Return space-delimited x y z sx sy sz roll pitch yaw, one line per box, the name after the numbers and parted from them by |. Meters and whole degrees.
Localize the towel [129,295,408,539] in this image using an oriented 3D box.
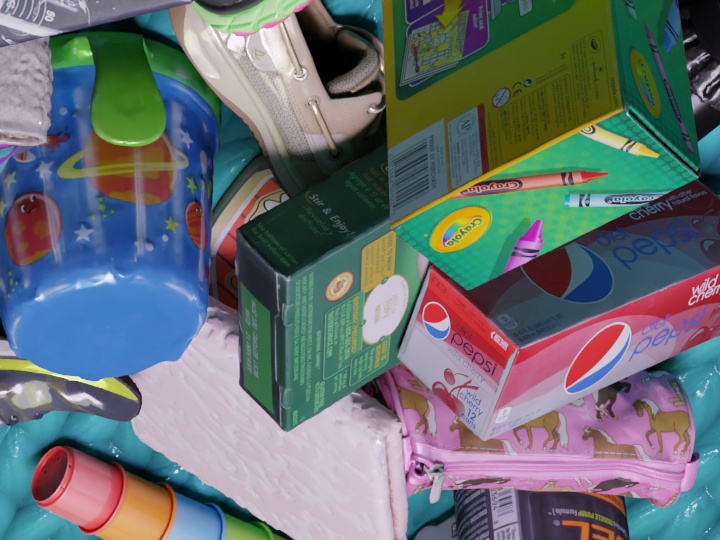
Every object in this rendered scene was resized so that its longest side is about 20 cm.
-0.056 0.082 1.353 0.200 0.032 0.191 30 154 22 | towel

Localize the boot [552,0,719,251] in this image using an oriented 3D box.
0.147 -0.091 1.083 0.080 0.211 0.158 55 153 -7 | boot

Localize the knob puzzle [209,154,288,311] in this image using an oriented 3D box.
0.000 0.000 1.339 0.219 0.031 0.220 -2 145 -1 | knob puzzle

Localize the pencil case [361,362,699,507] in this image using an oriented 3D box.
0.095 0.093 1.414 0.199 0.087 0.083 2 159 -23 | pencil case

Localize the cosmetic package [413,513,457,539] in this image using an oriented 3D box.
0.120 0.229 1.622 0.199 0.090 0.107 16 143 -30 | cosmetic package

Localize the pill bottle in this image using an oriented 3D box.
0.112 0.194 1.472 0.106 0.201 0.106 -3 145 -2 | pill bottle

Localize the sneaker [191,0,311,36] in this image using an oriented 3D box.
-0.009 -0.180 1.043 0.200 0.077 0.084 -38 110 20 | sneaker

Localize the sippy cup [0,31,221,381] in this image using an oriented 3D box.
-0.128 -0.023 1.199 0.139 0.131 0.178 -19 147 14 | sippy cup

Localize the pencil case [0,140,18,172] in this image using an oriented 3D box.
-0.221 0.003 1.139 0.092 0.085 0.201 -18 136 -55 | pencil case

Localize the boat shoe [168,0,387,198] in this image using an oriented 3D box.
-0.017 -0.084 1.188 0.065 0.072 0.200 -18 136 21 | boat shoe

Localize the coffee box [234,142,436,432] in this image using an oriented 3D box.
0.029 -0.015 1.213 0.200 0.044 0.123 -32 147 -24 | coffee box

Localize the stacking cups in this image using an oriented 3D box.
-0.114 0.165 1.532 0.200 0.061 0.060 28 134 -37 | stacking cups

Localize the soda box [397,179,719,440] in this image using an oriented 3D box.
0.117 0.014 1.248 0.200 0.070 0.064 -21 142 -40 | soda box

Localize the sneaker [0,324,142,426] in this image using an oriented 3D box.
-0.220 0.071 1.359 0.199 0.081 0.074 6 -175 -4 | sneaker

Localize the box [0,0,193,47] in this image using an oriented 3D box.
-0.167 -0.188 0.930 0.181 0.104 0.201 -12 114 10 | box

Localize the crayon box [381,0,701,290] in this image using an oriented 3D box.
0.071 -0.105 1.052 0.119 0.201 0.058 -27 136 30 | crayon box

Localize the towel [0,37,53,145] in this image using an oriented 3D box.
-0.224 -0.132 1.052 0.199 0.133 0.034 8 169 -17 | towel
